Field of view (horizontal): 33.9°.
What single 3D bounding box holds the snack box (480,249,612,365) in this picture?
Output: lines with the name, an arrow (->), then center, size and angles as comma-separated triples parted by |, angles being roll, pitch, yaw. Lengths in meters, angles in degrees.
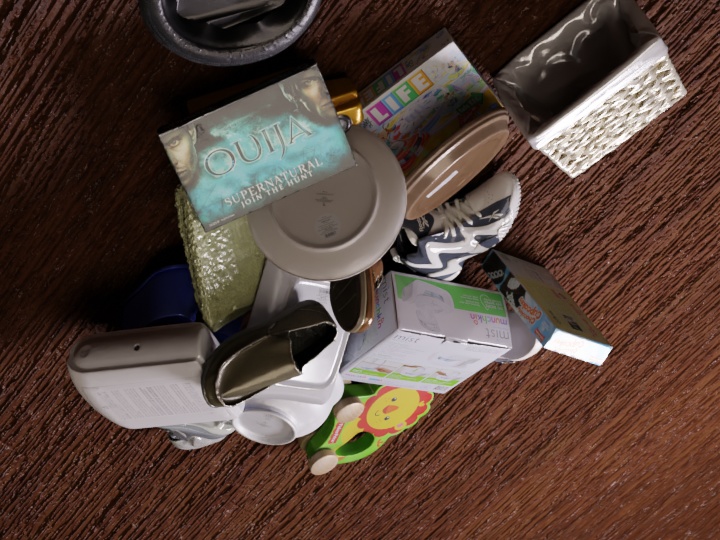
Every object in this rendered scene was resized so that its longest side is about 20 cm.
snack box -> 0.263, 0.051, 1.684 | 0.115, 0.200, 0.037 | 18, 115, -33

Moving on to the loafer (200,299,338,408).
loafer -> -0.108, 0.102, 1.455 | 0.199, 0.069, 0.076 | -36, 120, -25

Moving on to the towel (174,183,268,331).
towel -> -0.160, -0.037, 1.473 | 0.148, 0.036, 0.202 | -32, 123, -38

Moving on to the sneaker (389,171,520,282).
sneaker -> 0.118, -0.068, 1.601 | 0.129, 0.080, 0.199 | 14, 136, -42

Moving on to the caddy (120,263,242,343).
caddy -> -0.237, 0.066, 1.570 | 0.141, 0.106, 0.200 | 25, 137, -29

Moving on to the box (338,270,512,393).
box -> 0.084, 0.094, 1.694 | 0.198, 0.098, 0.176 | 11, 147, -29

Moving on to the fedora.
fedora -> -0.141, -0.314, 1.255 | 0.198, 0.092, 0.202 | -11, 135, -11

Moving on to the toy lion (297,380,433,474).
toy lion -> 0.018, 0.229, 1.869 | 0.190, 0.069, 0.201 | -1, 133, -31

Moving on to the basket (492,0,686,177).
basket -> 0.289, -0.231, 1.474 | 0.199, 0.136, 0.123 | -38, 136, 16

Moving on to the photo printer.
photo printer -> -0.266, 0.139, 1.516 | 0.198, 0.070, 0.167 | -7, 144, 15

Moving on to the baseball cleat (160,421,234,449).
baseball cleat -> -0.279, 0.222, 1.734 | 0.198, 0.070, 0.107 | 18, 134, -27

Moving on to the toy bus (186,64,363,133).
toy bus -> -0.100, -0.189, 1.411 | 0.198, 0.065, 0.079 | -18, 133, -4

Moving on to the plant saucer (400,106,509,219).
plant saucer -> 0.115, -0.129, 1.498 | 0.199, 0.030, 0.200 | -38, 170, -8

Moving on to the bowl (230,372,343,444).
bowl -> -0.128, 0.186, 1.685 | 0.199, 0.091, 0.202 | 8, 145, 6

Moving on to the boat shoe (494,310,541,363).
boat shoe -> 0.235, 0.100, 1.767 | 0.092, 0.076, 0.199 | 0, 175, -28

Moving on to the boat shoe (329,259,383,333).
boat shoe -> 0.000, 0.000, 1.532 | 0.068, 0.201, 0.072 | 20, 132, -31

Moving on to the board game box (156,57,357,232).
board game box -> -0.118, -0.143, 1.368 | 0.198, 0.028, 0.136 | -25, 119, -1

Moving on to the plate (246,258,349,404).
plate -> -0.072, 0.080, 1.563 | 0.199, 0.032, 0.202 | 14, 93, -51

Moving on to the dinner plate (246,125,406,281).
dinner plate -> -0.043, -0.087, 1.420 | 0.199, 0.202, 0.024 | -25, 166, 3

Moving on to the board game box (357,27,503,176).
board game box -> 0.064, -0.196, 1.490 | 0.199, 0.034, 0.134 | -36, 134, 14
